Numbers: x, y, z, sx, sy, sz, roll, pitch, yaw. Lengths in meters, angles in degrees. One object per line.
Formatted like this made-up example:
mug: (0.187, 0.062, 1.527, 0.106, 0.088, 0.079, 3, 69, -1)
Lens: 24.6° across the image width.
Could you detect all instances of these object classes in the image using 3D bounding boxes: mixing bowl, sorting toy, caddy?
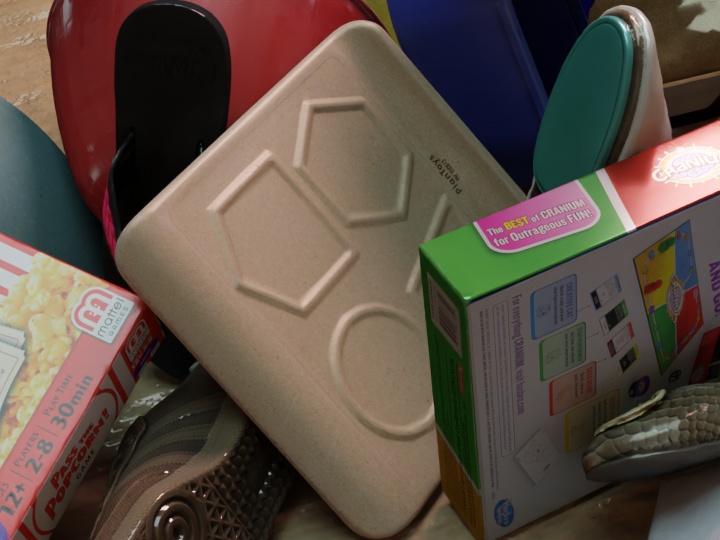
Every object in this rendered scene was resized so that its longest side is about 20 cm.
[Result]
mixing bowl: (-0.080, -0.070, 0.886, 0.198, 0.201, 0.109, -1, 58, 12)
sorting toy: (0.000, 0.000, 0.794, 0.200, 0.185, 0.036, -47, 9, -36)
caddy: (0.099, -0.138, 0.912, 0.104, 0.201, 0.142, -7, 31, 33)

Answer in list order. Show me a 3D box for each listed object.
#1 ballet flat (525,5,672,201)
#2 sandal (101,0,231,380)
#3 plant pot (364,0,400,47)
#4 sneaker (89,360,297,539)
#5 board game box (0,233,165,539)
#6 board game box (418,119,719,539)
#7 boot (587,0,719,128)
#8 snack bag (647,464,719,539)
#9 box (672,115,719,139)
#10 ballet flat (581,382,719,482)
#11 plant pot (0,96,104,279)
ballet flat: (0.105, -0.024, 0.744, 0.069, 0.202, 0.070, 14, 26, -7)
sandal: (-0.095, -0.030, 0.803, 0.074, 0.202, 0.045, 3, 28, 6)
plant pot: (-0.059, -0.207, 1.008, 0.185, 0.202, 0.188, -5, 29, 3)
sneaker: (-0.083, 0.105, 0.754, 0.075, 0.071, 0.200, -9, 29, 35)
board game box: (-0.213, 0.047, 0.758, 0.198, 0.046, 0.152, 23, 69, 14)
board game box: (0.126, 0.020, 0.722, 0.198, 0.154, 0.040, -22, 44, -16)
boot: (0.198, -0.118, 0.745, 0.198, 0.076, 0.074, -12, -5, 18)
snack bag: (0.182, 0.119, 0.613, 0.199, 0.021, 0.189, -24, 25, 37)
box: (0.224, -0.118, 0.859, 0.127, 0.109, 0.201, 17, 68, 31)
ballet flat: (0.183, 0.051, 0.727, 0.198, 0.067, 0.047, -15, 79, -17)
plant pot: (-0.241, -0.032, 0.901, 0.198, 0.136, 0.201, -7, 37, 5)
